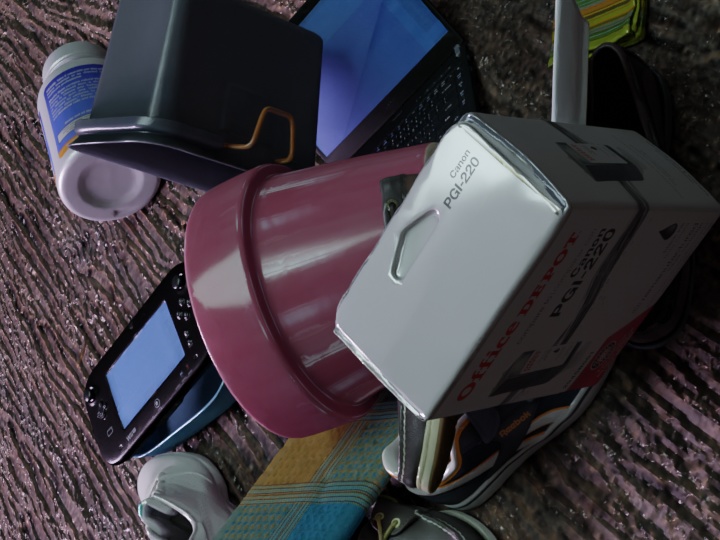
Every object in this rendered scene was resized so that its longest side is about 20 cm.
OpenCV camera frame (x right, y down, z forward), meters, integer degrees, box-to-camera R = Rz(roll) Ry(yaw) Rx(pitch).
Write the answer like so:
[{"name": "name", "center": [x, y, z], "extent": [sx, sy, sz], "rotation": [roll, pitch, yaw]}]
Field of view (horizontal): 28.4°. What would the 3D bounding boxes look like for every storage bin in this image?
[{"name": "storage bin", "center": [-0.110, -0.140, 1.115], "extent": [0.145, 0.199, 0.136], "rotation": [3, 82, 43]}]

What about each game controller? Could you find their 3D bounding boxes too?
[{"name": "game controller", "center": [-0.190, 0.087, 1.296], "extent": [0.200, 0.042, 0.105], "rotation": [-49, 41, 30]}]

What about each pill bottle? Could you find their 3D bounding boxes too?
[{"name": "pill bottle", "center": [-0.286, -0.157, 1.530], "extent": [0.112, 0.111, 0.201], "rotation": [-51, 40, 27]}]

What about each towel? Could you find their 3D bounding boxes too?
[{"name": "towel", "center": [0.172, -0.248, 1.034], "extent": [0.086, 0.018, 0.202], "rotation": [-15, 64, 49]}, {"name": "towel", "center": [-0.027, 0.155, 1.047], "extent": [0.146, 0.022, 0.200], "rotation": [-9, 36, 50]}]

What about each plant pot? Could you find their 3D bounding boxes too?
[{"name": "plant pot", "center": [0.000, 0.000, 1.022], "extent": [0.178, 0.200, 0.202], "rotation": [-22, 56, 24]}]

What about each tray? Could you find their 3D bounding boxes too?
[{"name": "tray", "center": [0.133, -0.092, 0.917], "extent": [0.022, 0.200, 0.109], "rotation": [3, 72, 8]}]

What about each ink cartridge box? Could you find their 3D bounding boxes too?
[{"name": "ink cartridge box", "center": [0.098, -0.004, 0.798], "extent": [0.085, 0.199, 0.146], "rotation": [45, 116, 28]}]

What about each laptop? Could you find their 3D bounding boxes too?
[{"name": "laptop", "center": [-0.002, -0.127, 1.141], "extent": [0.177, 0.103, 0.201], "rotation": [-43, 36, 35]}]

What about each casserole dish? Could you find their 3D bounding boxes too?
[{"name": "casserole dish", "center": [-0.160, 0.097, 1.318], "extent": [0.200, 0.039, 0.122], "rotation": [-39, 47, 39]}]

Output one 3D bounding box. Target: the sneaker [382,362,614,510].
[{"name": "sneaker", "center": [0.093, 0.082, 0.954], "extent": [0.201, 0.079, 0.079], "rotation": [-54, 39, 22]}]

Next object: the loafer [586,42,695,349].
[{"name": "loafer", "center": [0.167, -0.051, 0.909], "extent": [0.071, 0.063, 0.202], "rotation": [-13, 63, 28]}]

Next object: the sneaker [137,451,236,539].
[{"name": "sneaker", "center": [-0.160, 0.205, 1.231], "extent": [0.199, 0.088, 0.076], "rotation": [27, 99, 54]}]

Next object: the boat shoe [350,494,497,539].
[{"name": "boat shoe", "center": [0.019, 0.198, 1.017], "extent": [0.200, 0.060, 0.073], "rotation": [1, 77, 53]}]

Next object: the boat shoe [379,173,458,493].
[{"name": "boat shoe", "center": [0.033, 0.037, 0.903], "extent": [0.064, 0.073, 0.202], "rotation": [4, 82, 10]}]
